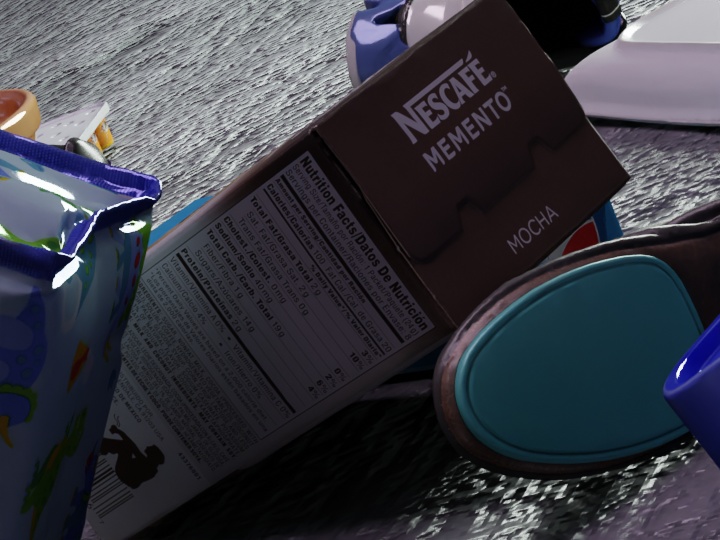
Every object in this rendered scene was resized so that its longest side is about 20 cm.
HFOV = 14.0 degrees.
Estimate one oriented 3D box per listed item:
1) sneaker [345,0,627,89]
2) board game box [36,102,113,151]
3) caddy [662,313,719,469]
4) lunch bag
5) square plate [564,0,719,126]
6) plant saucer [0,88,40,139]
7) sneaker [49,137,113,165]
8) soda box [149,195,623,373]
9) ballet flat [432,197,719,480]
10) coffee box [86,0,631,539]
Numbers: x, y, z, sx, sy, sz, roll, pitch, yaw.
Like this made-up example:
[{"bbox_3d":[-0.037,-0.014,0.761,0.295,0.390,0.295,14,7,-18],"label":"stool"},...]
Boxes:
[{"bbox_3d":[0.090,-0.139,1.441,0.115,0.081,0.199,-5,30,39],"label":"sneaker"},{"bbox_3d":[-0.241,-0.022,1.606,0.199,0.026,0.200,-20,16,13],"label":"board game box"},{"bbox_3d":[0.169,0.014,0.740,0.141,0.105,0.200,-40,2,41],"label":"caddy"},{"bbox_3d":[-0.180,0.030,0.906,0.199,0.171,0.127,16,16,9],"label":"lunch bag"},{"bbox_3d":[0.202,-0.117,1.278,0.199,0.029,0.198,-29,17,-21],"label":"square plate"},{"bbox_3d":[-0.241,-0.031,1.397,0.199,0.038,0.200,-20,13,5],"label":"plant saucer"},{"bbox_3d":[-0.179,0.009,1.286,0.076,0.088,0.200,-6,23,46],"label":"sneaker"},{"bbox_3d":[0.000,0.000,1.103,0.199,0.064,0.068,-9,20,41],"label":"soda box"},{"bbox_3d":[0.099,0.016,0.920,0.199,0.068,0.068,-21,3,-25],"label":"ballet flat"},{"bbox_3d":[-0.020,0.003,0.985,0.200,0.080,0.113,-35,3,44],"label":"coffee box"}]
